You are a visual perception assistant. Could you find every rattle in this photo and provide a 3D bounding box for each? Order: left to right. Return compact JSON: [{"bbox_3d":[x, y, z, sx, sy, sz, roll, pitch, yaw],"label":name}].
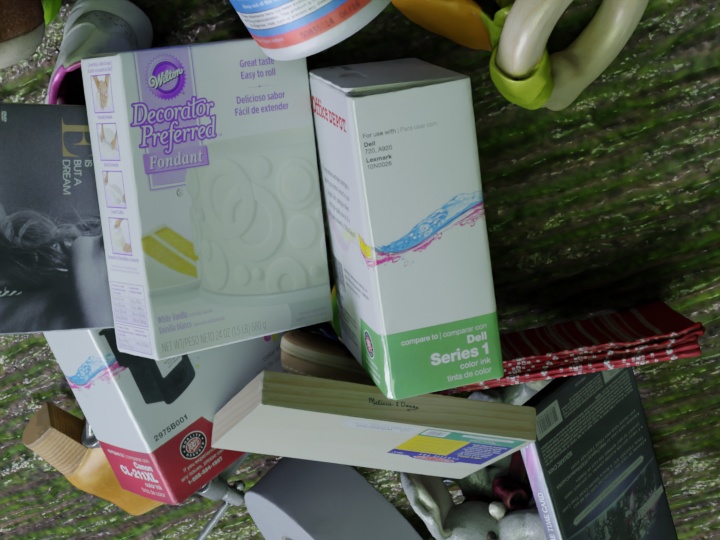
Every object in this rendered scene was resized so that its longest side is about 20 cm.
[{"bbox_3d":[0.134,-0.214,0.962,0.130,0.143,0.201,12,118,-40],"label":"rattle"}]

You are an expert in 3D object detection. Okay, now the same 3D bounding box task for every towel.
[{"bbox_3d":[0.138,0.054,1.074,0.198,0.145,0.023,-9,96,0],"label":"towel"}]

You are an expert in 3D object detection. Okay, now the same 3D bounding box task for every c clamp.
[{"bbox_3d":[-0.146,0.132,1.186,0.171,0.027,0.200,-51,130,-3],"label":"c clamp"}]

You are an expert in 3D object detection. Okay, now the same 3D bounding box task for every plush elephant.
[{"bbox_3d":[0.115,0.187,1.179,0.199,0.155,0.165,-25,119,25],"label":"plush elephant"}]

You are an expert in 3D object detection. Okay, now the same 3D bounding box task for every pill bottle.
[{"bbox_3d":[-0.064,-0.241,0.924,0.112,0.113,0.200,-21,121,23],"label":"pill bottle"}]

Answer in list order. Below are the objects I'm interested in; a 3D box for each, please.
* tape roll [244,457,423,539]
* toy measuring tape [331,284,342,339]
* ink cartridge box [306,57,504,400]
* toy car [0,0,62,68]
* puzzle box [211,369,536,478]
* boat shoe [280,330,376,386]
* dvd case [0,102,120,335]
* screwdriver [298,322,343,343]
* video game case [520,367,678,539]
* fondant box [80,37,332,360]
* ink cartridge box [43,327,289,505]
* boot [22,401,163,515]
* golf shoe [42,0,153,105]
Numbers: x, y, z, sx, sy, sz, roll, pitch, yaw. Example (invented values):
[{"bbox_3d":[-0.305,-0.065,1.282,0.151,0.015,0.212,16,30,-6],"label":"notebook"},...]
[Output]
[{"bbox_3d":[-0.006,0.236,1.220,0.200,0.066,0.201,43,160,20],"label":"tape roll"},{"bbox_3d":[0.000,0.000,1.111,0.073,0.074,0.201,-9,129,16],"label":"toy measuring tape"},{"bbox_3d":[0.027,-0.035,0.995,0.083,0.145,0.202,-10,105,-10],"label":"ink cartridge box"},{"bbox_3d":[-0.293,-0.226,0.955,0.157,0.165,0.201,-1,116,11],"label":"toy car"},{"bbox_3d":[0.007,0.110,1.041,0.199,0.026,0.133,10,158,-18],"label":"puzzle box"},{"bbox_3d":[0.001,0.099,1.124,0.071,0.065,0.200,24,177,38],"label":"boat shoe"},{"bbox_3d":[-0.157,-0.036,1.012,0.016,0.199,0.150,4,95,52],"label":"dvd case"},{"bbox_3d":[-0.011,0.067,1.199,0.200,0.028,0.029,46,151,-26],"label":"screwdriver"},{"bbox_3d":[0.184,0.169,1.133,0.019,0.143,0.201,-3,109,43],"label":"video game case"},{"bbox_3d":[-0.101,-0.052,1.007,0.058,0.144,0.202,5,104,54],"label":"fondant box"},{"bbox_3d":[-0.143,0.045,1.091,0.083,0.145,0.201,6,125,52],"label":"ink cartridge box"},{"bbox_3d":[-0.169,0.117,1.246,0.201,0.071,0.144,-41,127,18],"label":"boot"},{"bbox_3d":[-0.204,-0.099,1.068,0.075,0.092,0.201,15,129,-3],"label":"golf shoe"}]
